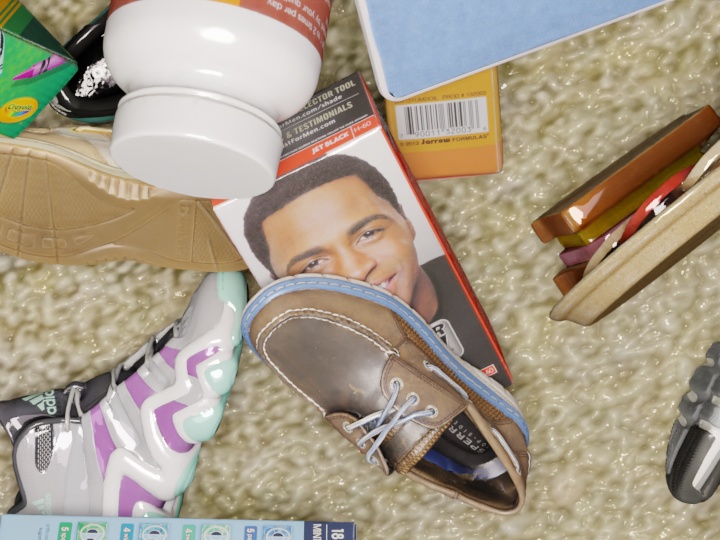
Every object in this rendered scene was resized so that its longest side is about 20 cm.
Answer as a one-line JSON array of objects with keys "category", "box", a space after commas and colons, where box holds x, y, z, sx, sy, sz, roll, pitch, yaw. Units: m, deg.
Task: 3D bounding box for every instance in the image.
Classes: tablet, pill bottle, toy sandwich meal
[{"category": "tablet", "box": [0.090, -0.170, 1.039, 0.199, 0.014, 0.131, -20, 129, -5]}, {"category": "pill bottle", "box": [-0.069, -0.144, 1.036, 0.112, 0.112, 0.201, 10, 72, -3]}, {"category": "toy sandwich meal", "box": [0.163, -0.046, 1.094, 0.205, 0.205, 0.070, -39, 83, 6]}]

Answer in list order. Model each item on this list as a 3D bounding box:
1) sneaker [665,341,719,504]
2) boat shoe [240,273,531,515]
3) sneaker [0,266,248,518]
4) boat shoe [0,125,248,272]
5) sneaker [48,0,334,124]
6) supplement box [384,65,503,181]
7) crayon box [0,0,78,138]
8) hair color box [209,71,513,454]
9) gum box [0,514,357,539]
[{"category": "sneaker", "box": [0.262, 0.060, 1.176, 0.115, 0.075, 0.201, 23, 98, -8]}, {"category": "boat shoe", "box": [0.023, 0.069, 1.094, 0.200, 0.073, 0.072, 29, 116, -30]}, {"category": "sneaker", "box": [-0.151, 0.075, 1.167, 0.139, 0.078, 0.201, 21, 99, -6]}, {"category": "boat shoe", "box": [-0.146, -0.047, 1.150, 0.199, 0.069, 0.074, 11, 121, -9]}, {"category": "sneaker", "box": [-0.085, -0.139, 1.126, 0.199, 0.080, 0.072, -32, 97, 4]}, {"category": "supplement box", "box": [0.039, -0.147, 1.095, 0.068, 0.067, 0.201, -4, 127, 2]}, {"category": "crayon box", "box": [-0.251, -0.162, 1.066, 0.200, 0.119, 0.058, 45, 98, 15]}, {"category": "hair color box", "box": [0.000, 0.000, 1.122, 0.101, 0.061, 0.200, -26, 127, 6]}, {"category": "gum box", "box": [-0.104, 0.214, 1.172, 0.199, 0.045, 0.171, 1, 131, -2]}]
